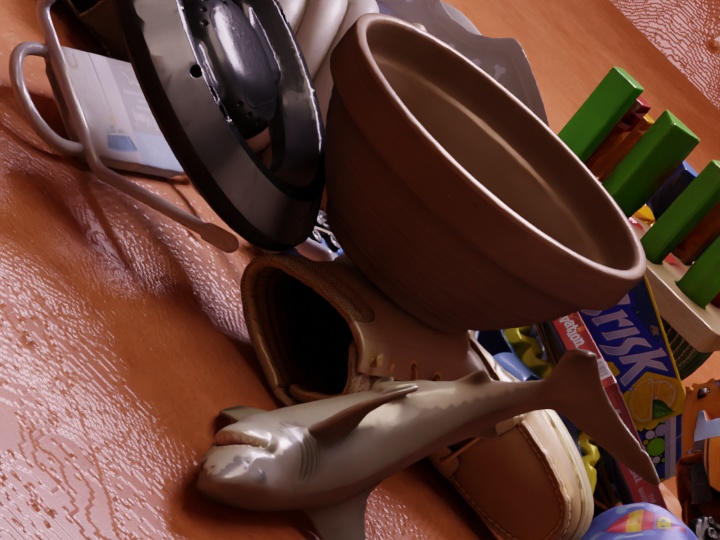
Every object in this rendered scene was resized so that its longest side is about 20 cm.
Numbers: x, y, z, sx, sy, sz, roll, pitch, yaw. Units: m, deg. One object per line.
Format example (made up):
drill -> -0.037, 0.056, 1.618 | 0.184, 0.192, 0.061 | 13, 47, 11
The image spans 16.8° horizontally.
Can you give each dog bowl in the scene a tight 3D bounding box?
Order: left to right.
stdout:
dog bowl -> 0.054, -0.106, 1.632 | 0.200, 0.058, 0.201 | 53, -25, 37

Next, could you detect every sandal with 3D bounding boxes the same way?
sandal -> 0.069, 0.068, 1.403 | 0.086, 0.080, 0.201 | -8, 52, -27

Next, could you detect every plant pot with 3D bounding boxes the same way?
plant pot -> 0.046, -0.035, 1.277 | 0.200, 0.093, 0.201 | 38, 18, -15

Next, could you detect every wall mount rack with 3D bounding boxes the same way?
wall mount rack -> -0.098, -0.072, 1.310 | 0.200, 0.074, 0.175 | 6, 60, -65

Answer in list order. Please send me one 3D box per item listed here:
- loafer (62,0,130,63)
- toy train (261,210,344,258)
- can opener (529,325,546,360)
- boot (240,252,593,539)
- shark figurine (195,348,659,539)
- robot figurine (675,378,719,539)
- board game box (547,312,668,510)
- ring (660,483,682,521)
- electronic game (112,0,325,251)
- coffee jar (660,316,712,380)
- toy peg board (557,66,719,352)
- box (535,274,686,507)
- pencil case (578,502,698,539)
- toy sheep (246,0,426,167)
loafer -> -0.132, -0.150, 1.434 | 0.200, 0.075, 0.070 | 38, 15, 15
toy train -> 0.000, 0.000, 1.453 | 0.200, 0.034, 0.046 | 22, 39, -57
can opener -> 0.087, 0.016, 1.613 | 0.063, 0.079, 0.200 | 2, 20, -4
boot -> 0.029, 0.070, 1.270 | 0.201, 0.073, 0.155 | 56, 22, 15
shark figurine -> 0.018, 0.092, 1.129 | 0.128, 0.213, 0.090 | 180, -100, -71
robot figurine -> 0.227, 0.168, 1.420 | 0.145, 0.058, 0.201 | 46, 36, -41
board game box -> 0.155, 0.110, 1.434 | 0.103, 0.019, 0.201 | -112, 177, -54
ring -> 0.216, 0.146, 1.654 | 0.200, 0.019, 0.201 | 40, 15, -13
electronic game -> -0.073, -0.105, 1.258 | 0.200, 0.041, 0.201 | 54, 22, -35
coffee jar -> 0.186, 0.025, 1.768 | 0.104, 0.085, 0.200 | 50, 16, 22
toy peg board -> 0.222, -0.049, 1.706 | 0.200, 0.098, 0.199 | 46, 16, 16
box -> 0.149, 0.045, 1.495 | 0.064, 0.070, 0.201 | -118, -176, -52
pencil case -> 0.142, 0.190, 1.230 | 0.077, 0.088, 0.200 | 12, 17, 1
toy sheep -> -0.031, -0.119, 1.505 | 0.199, 0.139, 0.138 | 27, 18, -8
